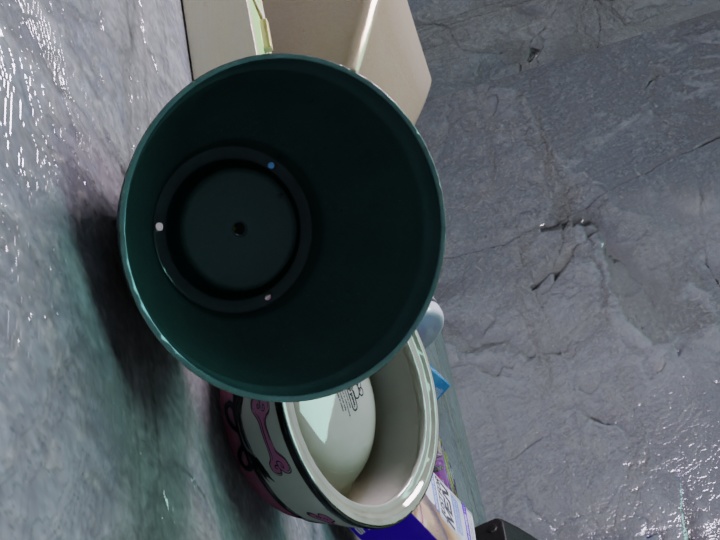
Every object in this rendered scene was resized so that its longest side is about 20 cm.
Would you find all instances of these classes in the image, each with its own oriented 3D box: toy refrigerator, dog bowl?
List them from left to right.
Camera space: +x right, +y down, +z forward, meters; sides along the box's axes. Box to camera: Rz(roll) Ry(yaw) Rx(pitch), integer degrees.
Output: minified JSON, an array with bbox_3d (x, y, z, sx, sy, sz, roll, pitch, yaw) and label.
[{"bbox_3d":[-0.125,-0.237,1.138,0.076,0.069,0.201,62,13,-58],"label":"toy refrigerator"},{"bbox_3d":[-0.025,0.096,0.890,0.200,0.073,0.202,29,52,-46],"label":"dog bowl"}]

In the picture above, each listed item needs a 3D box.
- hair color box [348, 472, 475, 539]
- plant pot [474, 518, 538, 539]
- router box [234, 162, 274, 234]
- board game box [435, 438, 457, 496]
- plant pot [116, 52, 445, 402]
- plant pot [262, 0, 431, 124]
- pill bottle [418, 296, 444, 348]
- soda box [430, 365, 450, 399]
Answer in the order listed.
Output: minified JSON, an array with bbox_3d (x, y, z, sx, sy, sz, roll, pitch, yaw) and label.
[{"bbox_3d":[0.039,0.232,1.169,0.200,0.065,0.110,47,19,-26],"label":"hair color box"},{"bbox_3d":[0.162,0.433,1.486,0.178,0.199,0.200,55,16,-29],"label":"plant pot"},{"bbox_3d":[-0.048,-0.064,1.021,0.200,0.148,0.051,60,15,-62],"label":"router box"},{"bbox_3d":[0.153,0.391,2.130,0.201,0.032,0.121,-97,173,-58],"label":"board game box"},{"bbox_3d":[-0.063,-0.026,0.749,0.134,0.199,0.202,4,-68,69],"label":"plant pot"},{"bbox_3d":[-0.043,-0.209,1.298,0.178,0.198,0.201,-84,159,-45],"label":"plant pot"},{"bbox_3d":[0.000,0.000,1.305,0.201,0.114,0.114,61,0,27],"label":"pill bottle"},{"bbox_3d":[0.004,0.079,1.163,0.200,0.064,0.068,42,2,-46],"label":"soda box"}]
